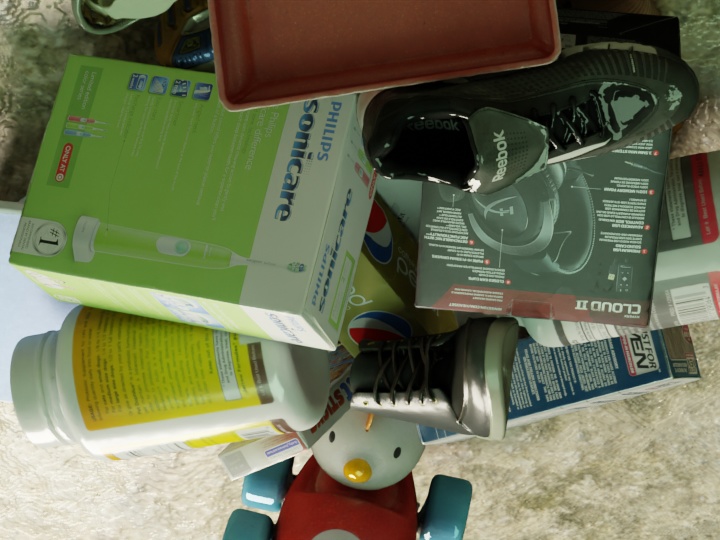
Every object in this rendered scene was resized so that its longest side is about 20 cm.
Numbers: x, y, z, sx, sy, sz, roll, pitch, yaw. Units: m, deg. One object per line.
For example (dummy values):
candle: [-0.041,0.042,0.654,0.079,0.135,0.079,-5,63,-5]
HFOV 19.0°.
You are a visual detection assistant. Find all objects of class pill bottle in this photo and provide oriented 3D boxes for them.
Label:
pill bottle: [-0.128,0.066,1.439,0.199,0.109,0.109,-10,140,15]
pill bottle: [0.160,-0.010,1.441,0.199,0.111,0.111,-10,140,12]

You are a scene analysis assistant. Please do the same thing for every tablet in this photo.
tablet: [-0.223,0.027,1.498,0.130,0.014,0.200,6,135,0]

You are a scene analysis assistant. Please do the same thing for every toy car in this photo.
toy car: [-0.001,0.154,1.678,0.184,0.177,0.200,13,128,3]

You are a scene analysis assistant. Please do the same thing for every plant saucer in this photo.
plant saucer: [0.007,-0.201,1.238,0.199,0.201,0.037,-8,176,10]

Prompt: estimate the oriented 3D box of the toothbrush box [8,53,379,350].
toothbrush box: [-0.101,-0.044,1.359,0.199,0.146,0.086,8,165,18]

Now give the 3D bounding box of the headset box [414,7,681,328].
headset box: [0.112,-0.056,1.319,0.148,0.077,0.201,5,120,5]

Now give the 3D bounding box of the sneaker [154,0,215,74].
sneaker: [-0.029,-0.156,1.366,0.199,0.075,0.088,-11,148,27]

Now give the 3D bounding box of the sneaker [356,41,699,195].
sneaker: [0.092,-0.080,1.214,0.199,0.091,0.067,-5,118,10]

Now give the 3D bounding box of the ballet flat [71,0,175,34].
ballet flat: [-0.094,-0.197,1.312,0.200,0.064,0.067,-23,136,26]

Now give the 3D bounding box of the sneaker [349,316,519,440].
sneaker: [0.045,0.072,1.415,0.106,0.075,0.200,8,165,1]

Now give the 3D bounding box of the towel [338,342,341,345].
towel: [-0.078,0.058,1.610,0.200,0.022,0.147,-24,165,29]

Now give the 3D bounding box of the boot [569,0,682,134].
boot: [0.108,-0.122,1.408,0.199,0.077,0.155,-18,142,10]

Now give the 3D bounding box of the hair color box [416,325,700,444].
hair color box: [0.145,0.078,1.621,0.199,0.061,0.100,-16,172,20]

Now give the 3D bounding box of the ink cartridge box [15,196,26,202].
ink cartridge box: [-0.158,-0.006,1.526,0.200,0.085,0.146,-28,128,28]

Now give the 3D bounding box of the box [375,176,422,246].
box: [0.089,-0.040,1.522,0.199,0.041,0.156,11,139,-14]

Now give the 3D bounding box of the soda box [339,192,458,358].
soda box: [0.000,0.000,1.487,0.064,0.068,0.200,-17,135,24]

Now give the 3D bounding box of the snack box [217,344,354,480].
snack box: [-0.027,0.089,1.545,0.072,0.200,0.024,-25,98,31]
